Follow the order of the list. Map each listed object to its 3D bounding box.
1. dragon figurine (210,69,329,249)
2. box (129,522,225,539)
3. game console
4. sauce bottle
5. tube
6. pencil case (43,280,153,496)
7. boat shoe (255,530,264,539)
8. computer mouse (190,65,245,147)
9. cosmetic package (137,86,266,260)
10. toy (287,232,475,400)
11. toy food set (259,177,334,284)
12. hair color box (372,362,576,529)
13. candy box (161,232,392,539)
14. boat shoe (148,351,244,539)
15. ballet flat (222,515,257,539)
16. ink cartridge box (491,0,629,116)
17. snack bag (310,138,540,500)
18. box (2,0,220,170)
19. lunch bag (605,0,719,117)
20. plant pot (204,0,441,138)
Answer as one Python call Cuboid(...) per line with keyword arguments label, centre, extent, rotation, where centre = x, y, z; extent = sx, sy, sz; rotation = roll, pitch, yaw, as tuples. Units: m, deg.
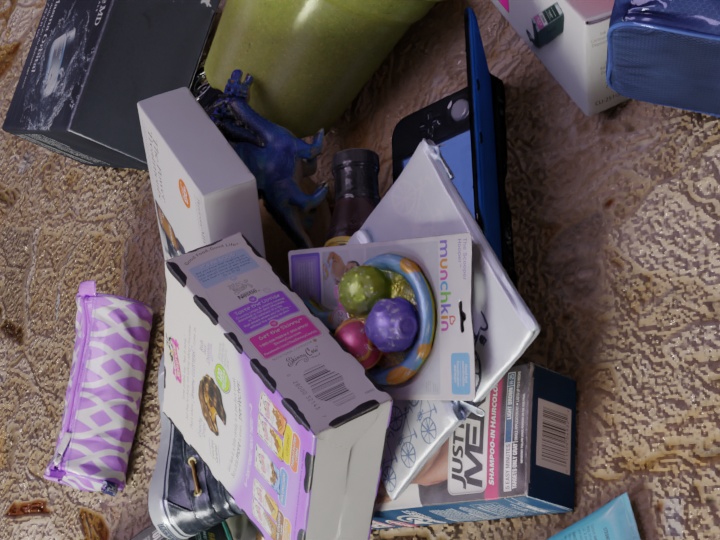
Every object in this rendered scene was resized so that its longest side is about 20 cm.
Cuboid(label="dragon figurine", centre=(-0.081, -0.074, 1.250), extent=(0.059, 0.098, 0.202), rotation=(116, 154, -60))
Cuboid(label="box", centre=(-0.191, 0.323, 1.327), extent=(0.200, 0.048, 0.159), rotation=(-39, 50, 29))
Cuboid(label="game console", centre=(0.061, -0.075, 1.185), extent=(0.170, 0.118, 0.202), rotation=(-22, 58, 38))
Cuboid(label="sauce bottle", centre=(0.000, 0.000, 1.221), extent=(0.066, 0.066, 0.202), rotation=(-22, 64, 38))
Cuboid(label="tube", centre=(0.115, 0.232, 1.054), extent=(0.199, 0.050, 0.078), rotation=(-32, 56, 27))
Cuboid(label="pencil case", centre=(-0.258, 0.119, 1.457), extent=(0.083, 0.085, 0.202), rotation=(-10, 66, 41))
Cuboid(label="boat shoe", centre=(-0.036, 0.144, 1.233), extent=(0.072, 0.064, 0.201), rotation=(111, 172, -59))
Cuboid(label="computer mouse", centre=(-0.122, -0.143, 1.456), extent=(0.138, 0.053, 0.201), rotation=(-30, 40, 37))
Cuboid(label="cosmetic package", centre=(-0.127, -0.029, 1.249), extent=(0.151, 0.051, 0.201), rotation=(49, 152, 44))
Cuboid(label="toy", centre=(-0.001, 0.037, 1.088), extent=(0.199, 0.047, 0.116), rotation=(-5, 86, 51))
Cuboid(label="toy food set", centre=(-0.086, 0.003, 1.356), extent=(0.198, 0.048, 0.201), rotation=(-49, 44, 19))
Cuboid(label="hair color box", centre=(0.067, 0.137, 1.131), extent=(0.199, 0.060, 0.101), rotation=(-15, 63, 42))
Cuboid(label="candy box", centre=(-0.069, 0.100, 1.113), extent=(0.200, 0.071, 0.169), rotation=(46, 145, 33))
Cuboid(label="boat shoe", centre=(-0.119, 0.128, 1.260), extent=(0.090, 0.071, 0.202), rotation=(-19, 50, 24))
Cuboid(label="ballet flat", centre=(-0.102, 0.199, 1.291), extent=(0.063, 0.068, 0.200), rotation=(-35, 46, -6))
Cuboid(label="ink cartridge box", centre=(0.142, -0.245, 1.144), extent=(0.043, 0.174, 0.201), rotation=(-22, 47, -9))
Cuboid(label="snack bag", centre=(0.037, 0.036, 1.095), extent=(0.200, 0.021, 0.189), rotation=(-52, 52, 35))
Cuboid(label="box", centre=(-0.263, -0.218, 1.561), extent=(0.199, 0.117, 0.198), rotation=(9, 79, 56))
Cuboid(label="lunch bag", centre=(0.242, -0.187, 0.997), extent=(0.135, 0.200, 0.134), rotation=(13, 84, 10))
Cuboid(label="plant pot", centre=(-0.043, -0.226, 1.325), extent=(0.185, 0.199, 0.201), rotation=(-59, 41, 27))
